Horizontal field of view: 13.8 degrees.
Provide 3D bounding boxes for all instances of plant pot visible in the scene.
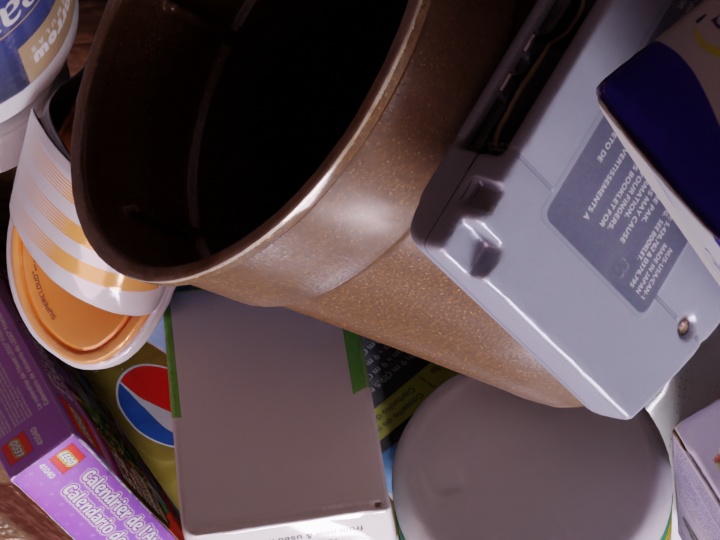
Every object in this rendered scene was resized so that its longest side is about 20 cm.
[{"bbox_3d":[0.030,-0.053,1.112,0.198,0.200,0.200,27,153,-35],"label":"plant pot"}]

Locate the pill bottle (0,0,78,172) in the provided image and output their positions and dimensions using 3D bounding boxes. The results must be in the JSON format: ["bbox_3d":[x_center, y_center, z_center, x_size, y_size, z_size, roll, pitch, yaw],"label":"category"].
[{"bbox_3d":[-0.172,-0.121,1.170,0.111,0.111,0.200,11,152,13],"label":"pill bottle"}]

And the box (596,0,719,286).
[{"bbox_3d":[0.208,-0.044,0.982,0.184,0.200,0.105,50,-177,-46],"label":"box"}]

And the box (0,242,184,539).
[{"bbox_3d":[-0.154,0.058,1.433,0.039,0.200,0.137,-36,138,2],"label":"box"}]

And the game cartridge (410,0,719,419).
[{"bbox_3d":[0.107,-0.056,1.037,0.041,0.200,0.133,15,158,51],"label":"game cartridge"}]

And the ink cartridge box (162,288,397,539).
[{"bbox_3d":[-0.027,0.124,1.247,0.084,0.146,0.200,-8,131,-2],"label":"ink cartridge box"}]

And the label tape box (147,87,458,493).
[{"bbox_3d":[0.000,0.000,1.283,0.200,0.066,0.143,33,119,-31],"label":"label tape box"}]

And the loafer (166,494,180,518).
[{"bbox_3d":[-0.112,0.118,1.536,0.201,0.070,0.068,50,179,19],"label":"loafer"}]

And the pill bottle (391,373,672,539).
[{"bbox_3d":[0.074,0.130,1.248,0.113,0.113,0.200,12,150,12],"label":"pill bottle"}]

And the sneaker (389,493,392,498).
[{"bbox_3d":[-0.011,0.088,1.503,0.115,0.076,0.200,-9,140,45],"label":"sneaker"}]

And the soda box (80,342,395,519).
[{"bbox_3d":[-0.062,0.072,1.420,0.068,0.064,0.200,-16,117,35],"label":"soda box"}]

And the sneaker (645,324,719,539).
[{"bbox_3d":[0.121,0.068,1.287,0.088,0.075,0.200,-15,136,-22],"label":"sneaker"}]

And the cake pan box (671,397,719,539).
[{"bbox_3d":[0.191,0.153,1.170,0.052,0.200,0.184,-30,160,-1],"label":"cake pan box"}]

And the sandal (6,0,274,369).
[{"bbox_3d":[-0.097,-0.053,1.187,0.079,0.059,0.207,29,110,13],"label":"sandal"}]
